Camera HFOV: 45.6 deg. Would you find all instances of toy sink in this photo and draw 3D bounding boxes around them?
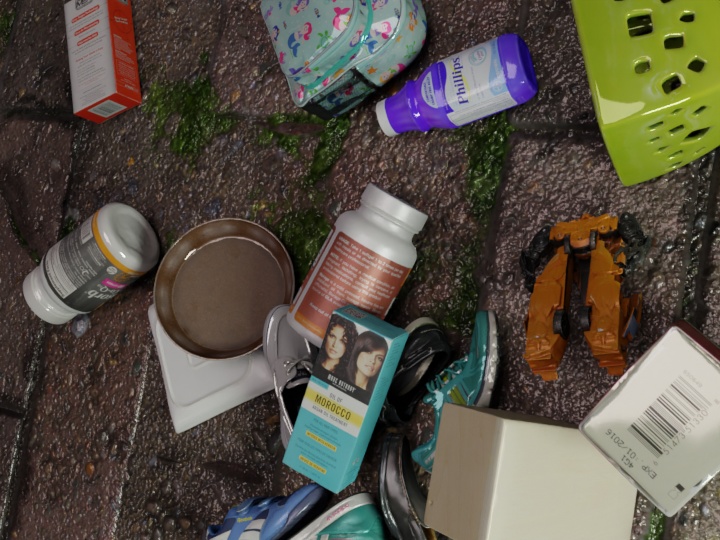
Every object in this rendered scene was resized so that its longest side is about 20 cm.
[{"bbox_3d":[0.181,0.221,0.904,0.112,0.198,0.132,3,83,60],"label":"toy sink"}]

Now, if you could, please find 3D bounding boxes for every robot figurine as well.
[{"bbox_3d":[0.236,0.019,0.911,0.144,0.058,0.201,-8,44,30],"label":"robot figurine"}]

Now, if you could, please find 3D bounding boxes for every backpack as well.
[{"bbox_3d":[-0.021,-0.319,1.113,0.199,0.150,0.179,-26,68,19],"label":"backpack"}]

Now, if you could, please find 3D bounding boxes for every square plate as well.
[{"bbox_3d":[-0.219,0.104,1.219,0.197,0.028,0.202,-27,69,24],"label":"square plate"}]

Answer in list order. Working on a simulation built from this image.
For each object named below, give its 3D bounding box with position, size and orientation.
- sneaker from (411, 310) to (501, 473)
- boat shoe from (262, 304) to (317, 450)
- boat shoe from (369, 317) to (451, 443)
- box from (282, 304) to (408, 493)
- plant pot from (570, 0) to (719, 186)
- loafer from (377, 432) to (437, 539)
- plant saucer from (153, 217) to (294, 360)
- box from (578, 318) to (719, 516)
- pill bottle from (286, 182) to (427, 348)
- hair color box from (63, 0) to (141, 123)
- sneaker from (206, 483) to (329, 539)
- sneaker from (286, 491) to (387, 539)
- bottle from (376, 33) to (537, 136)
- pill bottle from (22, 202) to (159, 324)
[{"bbox_3d":[0.113,0.139,0.979,0.079,0.077,0.202,17,90,10],"label":"sneaker"},{"bbox_3d":[-0.077,0.139,1.096,0.065,0.073,0.202,145,113,-69],"label":"boat shoe"},{"bbox_3d":[0.041,0.153,1.030,0.200,0.074,0.066,-49,44,4],"label":"boat shoe"},{"bbox_3d":[-0.019,0.149,0.994,0.082,0.049,0.202,24,106,21],"label":"box"},{"bbox_3d":[0.323,-0.222,0.866,0.180,0.200,0.201,-13,74,22],"label":"plant pot"},{"bbox_3d":[0.067,0.289,1.002,0.072,0.073,0.202,-11,86,19],"label":"loafer"},{"bbox_3d":[-0.184,0.027,1.176,0.198,0.035,0.202,-2,72,7],"label":"plant saucer"},{"bbox_3d":[0.297,0.128,0.805,0.109,0.200,0.128,44,104,17],"label":"box"},{"bbox_3d":[0.000,0.000,1.060,0.112,0.112,0.201,33,99,30],"label":"pill bottle"},{"bbox_3d":[-0.421,-0.354,1.396,0.101,0.061,0.202,-17,75,27],"label":"hair color box"},{"bbox_3d":[-0.127,0.323,1.103,0.200,0.074,0.083,-39,63,18],"label":"sneaker"},{"bbox_3d":[-0.037,0.375,1.039,0.200,0.083,0.121,-43,54,16],"label":"sneaker"},{"bbox_3d":[0.115,-0.220,1.057,0.198,0.065,0.084,-16,75,27],"label":"bottle"},{"bbox_3d":[-0.410,-0.006,1.299,0.199,0.116,0.117,-33,67,22],"label":"pill bottle"}]
